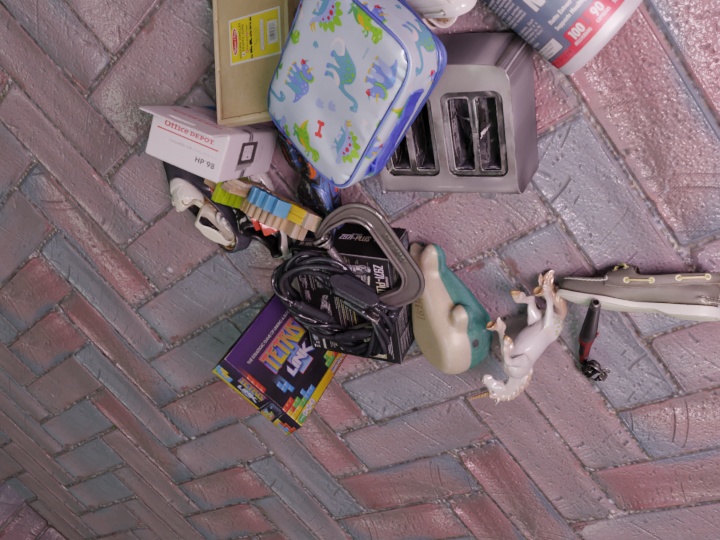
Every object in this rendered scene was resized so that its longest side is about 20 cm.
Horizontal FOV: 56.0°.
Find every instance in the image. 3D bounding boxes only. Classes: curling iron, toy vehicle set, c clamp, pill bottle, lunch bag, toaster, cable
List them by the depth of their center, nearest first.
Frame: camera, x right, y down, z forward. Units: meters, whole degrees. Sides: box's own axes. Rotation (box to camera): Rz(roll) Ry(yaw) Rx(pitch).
[{"bbox_3d":[0.175,-0.305,0.677,0.200,0.120,0.120,39,134,-4],"label":"pill bottle"},{"bbox_3d":[-0.009,-0.198,0.725,0.161,0.082,0.200,47,136,15],"label":"lunch bag"},{"bbox_3d":[0.114,-0.187,0.805,0.180,0.119,0.201,5,126,25],"label":"toaster"},{"bbox_3d":[-0.130,-0.289,0.848,0.124,0.026,0.202,0,93,33],"label":"toy vehicle set"},{"bbox_3d":[0.323,0.095,0.936,0.049,0.026,0.200,30,156,34],"label":"curling iron"},{"bbox_3d":[0.000,0.000,0.958,0.170,0.027,0.201,-15,117,35],"label":"c clamp"},{"bbox_3d":[-0.040,0.050,0.985,0.199,0.051,0.164,25,146,11],"label":"cable"}]

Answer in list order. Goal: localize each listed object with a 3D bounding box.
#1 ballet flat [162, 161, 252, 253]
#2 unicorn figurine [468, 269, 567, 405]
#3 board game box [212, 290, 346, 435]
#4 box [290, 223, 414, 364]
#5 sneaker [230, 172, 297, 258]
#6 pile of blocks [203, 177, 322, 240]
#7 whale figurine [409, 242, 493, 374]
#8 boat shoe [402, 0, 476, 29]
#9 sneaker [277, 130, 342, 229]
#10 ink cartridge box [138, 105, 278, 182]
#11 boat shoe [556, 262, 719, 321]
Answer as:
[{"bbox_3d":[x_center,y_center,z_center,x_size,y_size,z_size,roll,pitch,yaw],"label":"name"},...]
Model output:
[{"bbox_3d":[-0.259,-0.105,1.107,0.200,0.073,0.073,48,132,-12],"label":"ballet flat"},{"bbox_3d":[0.222,0.104,0.942,0.138,0.200,0.074,54,177,-38],"label":"unicorn figurine"},{"bbox_3d":[-0.123,0.144,1.137,0.165,0.200,0.057,43,135,-8],"label":"board game box"},{"bbox_3d":[-0.005,0.033,1.062,0.163,0.086,0.201,7,127,24],"label":"box"},{"bbox_3d":[-0.170,-0.102,1.048,0.200,0.088,0.076,41,135,-3],"label":"sneaker"},{"bbox_3d":[-0.155,-0.092,0.974,0.199,0.082,0.062,28,100,13],"label":"pile of blocks"},{"bbox_3d":[0.133,0.050,1.004,0.159,0.103,0.201,-172,65,-70],"label":"whale figurine"},{"bbox_3d":[0.072,-0.287,0.716,0.071,0.200,0.070,-38,110,-1],"label":"boat shoe"},{"bbox_3d":[-0.048,-0.137,0.965,0.075,0.078,0.201,36,156,33],"label":"sneaker"},{"bbox_3d":[-0.209,-0.176,0.928,0.115,0.200,0.067,23,109,11],"label":"ink cartridge box"},{"bbox_3d":[0.358,0.024,0.877,0.201,0.072,0.061,6,83,33],"label":"boat shoe"}]
